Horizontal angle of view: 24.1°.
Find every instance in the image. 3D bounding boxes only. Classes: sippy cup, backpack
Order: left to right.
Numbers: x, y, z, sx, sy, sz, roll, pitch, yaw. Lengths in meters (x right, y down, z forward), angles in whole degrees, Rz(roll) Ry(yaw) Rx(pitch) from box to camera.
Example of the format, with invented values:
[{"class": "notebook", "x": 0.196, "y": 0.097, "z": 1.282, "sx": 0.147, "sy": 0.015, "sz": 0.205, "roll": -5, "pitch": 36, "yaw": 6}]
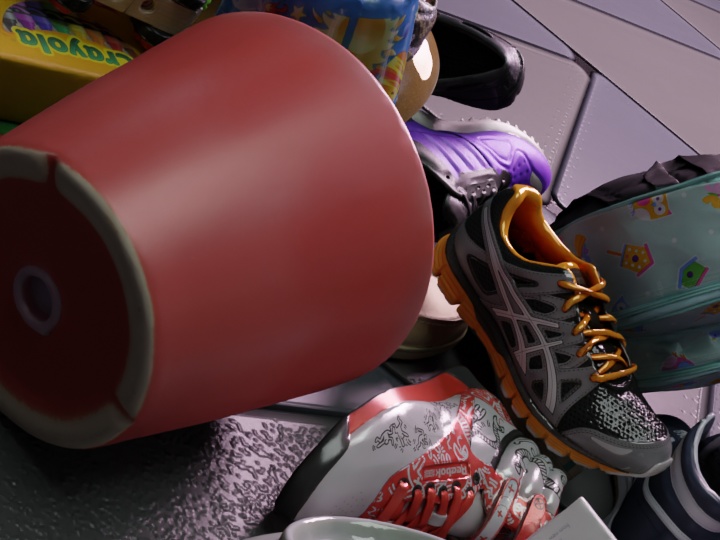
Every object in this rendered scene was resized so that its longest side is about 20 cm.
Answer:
[{"class": "sippy cup", "x": -0.029, "y": -0.128, "z": 0.962, "sx": 0.139, "sy": 0.131, "sz": 0.178, "roll": -22, "pitch": 56, "yaw": -44}, {"class": "backpack", "x": 0.214, "y": 0.000, "z": 1.112, "sx": 0.200, "sy": 0.174, "sz": 0.154, "roll": 104, "pitch": -27, "yaw": -77}]

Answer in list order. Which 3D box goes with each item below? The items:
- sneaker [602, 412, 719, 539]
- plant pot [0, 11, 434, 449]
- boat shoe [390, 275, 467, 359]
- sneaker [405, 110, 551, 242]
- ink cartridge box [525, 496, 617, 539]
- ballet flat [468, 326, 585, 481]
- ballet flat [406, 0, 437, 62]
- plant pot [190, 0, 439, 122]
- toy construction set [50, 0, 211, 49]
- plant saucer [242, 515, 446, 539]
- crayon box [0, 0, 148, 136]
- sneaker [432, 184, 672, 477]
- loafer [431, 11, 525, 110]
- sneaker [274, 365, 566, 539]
[{"class": "sneaker", "x": 0.210, "y": 0.124, "z": 1.056, "sx": 0.070, "sy": 0.109, "sz": 0.200, "roll": 41, "pitch": 28, "yaw": 0}, {"class": "plant pot", "x": -0.093, "y": -0.011, "z": 0.811, "sx": 0.201, "sy": 0.201, "sz": 0.177, "roll": 48, "pitch": 39, "yaw": 13}, {"class": "boat shoe", "x": 0.000, "y": 0.000, "z": 1.018, "sx": 0.199, "sy": 0.065, "sz": 0.072, "roll": 17, "pitch": 36, "yaw": -37}, {"class": "sneaker", "x": 0.061, "y": -0.058, "z": 1.184, "sx": 0.199, "sy": 0.070, "sz": 0.100, "roll": 12, "pitch": 46, "yaw": -36}, {"class": "ink cartridge box", "x": 0.154, "y": 0.219, "z": 0.851, "sx": 0.200, "sy": 0.067, "sz": 0.117, "roll": 53, "pitch": 1, "yaw": 20}, {"class": "ballet flat", "x": 0.109, "y": 0.048, "z": 1.084, "sx": 0.069, "sy": 0.070, "sz": 0.201, "roll": 18, "pitch": 37, "yaw": -36}, {"class": "ballet flat", "x": 0.028, "y": -0.204, "z": 1.103, "sx": 0.072, "sy": 0.072, "sz": 0.201, "roll": 32, "pitch": 33, "yaw": -17}, {"class": "plant pot", "x": -0.045, "y": -0.154, "z": 1.114, "sx": 0.198, "sy": 0.028, "sz": 0.201, "roll": 4, "pitch": 44, "yaw": -4}, {"class": "toy construction set", "x": -0.150, "y": -0.207, "z": 1.002, "sx": 0.199, "sy": 0.092, "sz": 0.132, "roll": 5, "pitch": 46, "yaw": -33}, {"class": "plant saucer", "x": 0.012, "y": 0.149, "z": 0.737, "sx": 0.199, "sy": 0.051, "sz": 0.200, "roll": 14, "pitch": 8, "yaw": -2}, {"class": "crayon box", "x": -0.195, "y": -0.144, "z": 0.996, "sx": 0.126, "sy": 0.051, "sz": 0.201, "roll": 8, "pitch": 43, "yaw": -46}, {"class": "sneaker", "x": 0.118, "y": 0.035, "z": 0.991, "sx": 0.078, "sy": 0.077, "sz": 0.200, "roll": -10, "pitch": 55, "yaw": -48}, {"class": "loafer", "x": 0.019, "y": -0.162, "z": 1.193, "sx": 0.199, "sy": 0.069, "sz": 0.070, "roll": 15, "pitch": -7, "yaw": 14}, {"class": "sneaker", "x": 0.043, "y": 0.118, "z": 0.903, "sx": 0.108, "sy": 0.067, "sz": 0.201, "roll": 46, "pitch": 26, "yaw": 14}]
